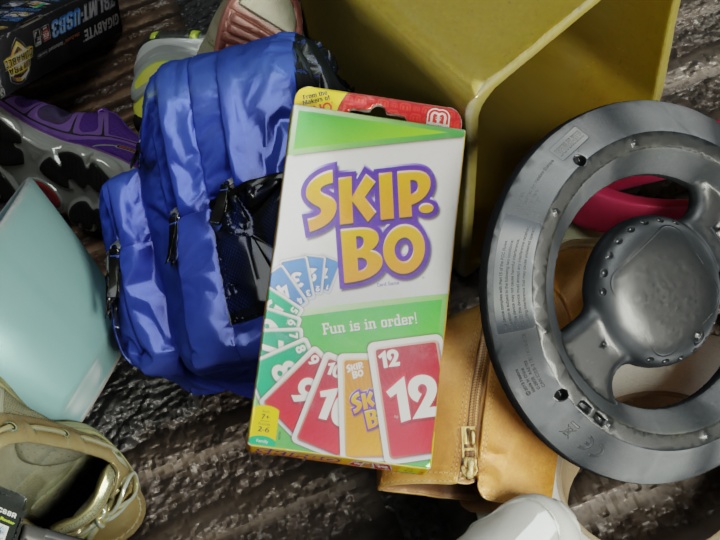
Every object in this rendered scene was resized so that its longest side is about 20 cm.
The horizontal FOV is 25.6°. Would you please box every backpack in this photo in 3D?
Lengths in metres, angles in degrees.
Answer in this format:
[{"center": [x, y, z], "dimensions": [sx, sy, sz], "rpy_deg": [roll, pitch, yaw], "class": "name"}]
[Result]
[{"center": [-0.067, -0.032, 0.936], "dimensions": [0.166, 0.163, 0.202], "rpy_deg": [-9, 76, 6], "class": "backpack"}]

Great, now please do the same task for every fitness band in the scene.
[{"center": [0.218, -0.051, 0.955], "dimensions": [0.199, 0.038, 0.143], "rpy_deg": [-12, 23, -24], "class": "fitness band"}]

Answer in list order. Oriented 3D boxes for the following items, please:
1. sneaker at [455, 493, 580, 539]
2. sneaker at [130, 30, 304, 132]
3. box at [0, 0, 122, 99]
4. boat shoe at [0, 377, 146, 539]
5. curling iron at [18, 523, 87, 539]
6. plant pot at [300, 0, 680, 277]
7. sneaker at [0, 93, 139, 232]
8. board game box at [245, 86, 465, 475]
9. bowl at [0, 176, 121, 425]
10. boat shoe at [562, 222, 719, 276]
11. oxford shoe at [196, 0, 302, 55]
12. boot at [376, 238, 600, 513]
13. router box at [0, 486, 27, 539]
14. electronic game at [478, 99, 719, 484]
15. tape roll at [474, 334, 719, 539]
[{"center": [0.032, 0.185, 0.786], "dimensions": [0.200, 0.099, 0.078], "rpy_deg": [-47, 53, -6], "class": "sneaker"}, {"center": [-0.071, -0.124, 1.131], "dimensions": [0.198, 0.075, 0.077], "rpy_deg": [0, 66, 22], "class": "sneaker"}, {"center": [-0.309, -0.179, 1.190], "dimensions": [0.198, 0.050, 0.199], "rpy_deg": [3, 23, 16], "class": "box"}, {"center": [-0.167, 0.115, 0.860], "dimensions": [0.063, 0.201, 0.073], "rpy_deg": [37, 78, 32], "class": "boat shoe"}, {"center": [-0.085, 0.159, 0.837], "dimensions": [0.199, 0.050, 0.026], "rpy_deg": [16, 7, -19], "class": "curling iron"}, {"center": [0.064, -0.162, 1.002], "dimensions": [0.194, 0.196, 0.200], "rpy_deg": [-40, 67, -19], "class": "plant pot"}, {"center": [-0.214, -0.086, 1.141], "dimensions": [0.199, 0.081, 0.083], "rpy_deg": [25, 40, 27], "class": "sneaker"}, {"center": [0.000, 0.000, 0.831], "dimensions": [0.095, 0.030, 0.202], "rpy_deg": [8, 73, -4], "class": "board game box"}, {"center": [-0.213, 0.056, 0.948], "dimensions": [0.105, 0.201, 0.202], "rpy_deg": [34, 56, -12], "class": "bowl"}, {"center": [0.181, -0.001, 0.958], "dimensions": [0.199, 0.064, 0.074], "rpy_deg": [0, 21, 5], "class": "boat shoe"}, {"center": [-0.091, -0.100, 1.071], "dimensions": [0.201, 0.070, 0.074], "rpy_deg": [-67, 20, 9], "class": "oxford shoe"}, {"center": [0.102, 0.060, 0.871], "dimensions": [0.199, 0.071, 0.145], "rpy_deg": [-1, 74, -7], "class": "boot"}, {"center": [-0.234, 0.210, 0.798], "dimensions": [0.062, 0.200, 0.151], "rpy_deg": [20, 52, -11], "class": "router box"}, {"center": [0.152, 0.011, 0.835], "dimensions": [0.200, 0.201, 0.042], "rpy_deg": [-41, 13, -20], "class": "electronic game"}, {"center": [0.163, 0.121, 0.872], "dimensions": [0.201, 0.037, 0.204], "rpy_deg": [-8, 48, 9], "class": "tape roll"}]
